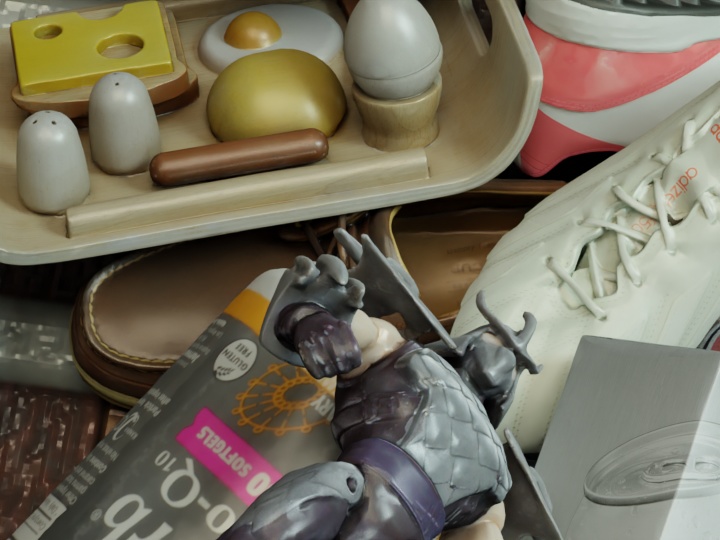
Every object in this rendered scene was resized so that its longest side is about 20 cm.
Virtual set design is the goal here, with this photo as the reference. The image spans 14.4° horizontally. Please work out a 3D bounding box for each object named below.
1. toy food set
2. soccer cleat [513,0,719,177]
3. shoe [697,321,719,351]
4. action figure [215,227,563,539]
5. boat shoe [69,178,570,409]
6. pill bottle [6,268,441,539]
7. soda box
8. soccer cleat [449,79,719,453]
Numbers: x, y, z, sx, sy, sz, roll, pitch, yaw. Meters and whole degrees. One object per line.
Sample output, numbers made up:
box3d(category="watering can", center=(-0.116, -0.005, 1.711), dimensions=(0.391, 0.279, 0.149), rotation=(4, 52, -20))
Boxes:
box3d(category="toy food set", center=(-0.049, -0.077, 0.953), dimensions=(0.198, 0.061, 0.144), rotation=(-9, 36, -6))
box3d(category="soccer cleat", center=(0.141, -0.064, 0.981), dimensions=(0.199, 0.074, 0.068), rotation=(3, 26, -25))
box3d(category="shoe", center=(0.158, 0.089, 0.893), dimensions=(0.071, 0.091, 0.201), rotation=(-13, 65, -8))
box3d(category="action figure", center=(0.000, 0.070, 0.746), dimensions=(0.130, 0.069, 0.200), rotation=(49, 47, -8))
box3d(category="boat shoe", center=(0.000, 0.000, 0.944), dimensions=(0.198, 0.068, 0.073), rotation=(-7, 67, -5))
box3d(category="pill bottle", center=(-0.052, 0.106, 0.857), dimensions=(0.116, 0.116, 0.200), rotation=(40, 81, 17))
box3d(category="soda box", center=(0.073, 0.123, 0.820), dimensions=(0.063, 0.068, 0.201), rotation=(27, 79, -34))
box3d(category="soccer cleat", center=(0.105, -0.020, 0.883), dimensions=(0.200, 0.078, 0.069), rotation=(-38, 81, -16))
